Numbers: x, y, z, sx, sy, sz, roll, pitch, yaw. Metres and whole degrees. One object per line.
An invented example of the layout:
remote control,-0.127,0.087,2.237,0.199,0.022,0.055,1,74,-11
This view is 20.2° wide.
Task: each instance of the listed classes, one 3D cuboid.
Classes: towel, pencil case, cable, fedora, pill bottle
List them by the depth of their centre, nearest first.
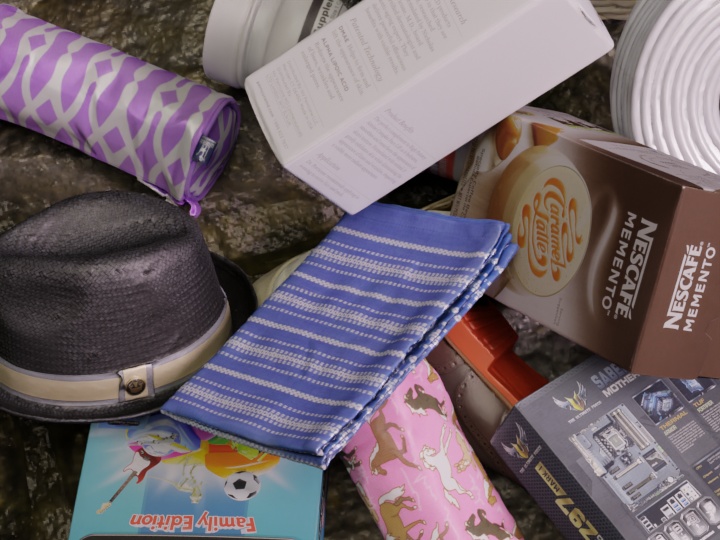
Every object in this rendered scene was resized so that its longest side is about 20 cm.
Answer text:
towel,-0.012,0.030,1.213,0.144,0.024,0.200,12,49,44
pencil case,0.043,0.131,1.235,0.082,0.087,0.201,-30,90,5
fedora,-0.165,0.008,1.273,0.199,0.092,0.201,-1,36,1
cable,0.257,-0.108,1.276,0.198,0.069,0.201,13,105,-5
pill bottle,0.001,-0.138,1.342,0.199,0.112,0.112,19,73,10
pencil case,-0.177,-0.109,1.364,0.199,0.084,0.086,24,97,13

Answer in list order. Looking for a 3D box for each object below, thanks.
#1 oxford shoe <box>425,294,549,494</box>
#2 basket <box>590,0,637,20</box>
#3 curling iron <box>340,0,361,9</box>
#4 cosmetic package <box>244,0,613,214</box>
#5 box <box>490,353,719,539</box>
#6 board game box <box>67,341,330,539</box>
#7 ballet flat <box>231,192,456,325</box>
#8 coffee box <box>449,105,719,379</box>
oxford shoe,0.093,0.101,1.289,0.072,0.071,0.201,-40,78,26
basket,0.184,-0.250,1.362,0.198,0.124,0.137,2,71,4
curling iron,0.045,-0.201,1.327,0.049,0.026,0.200,26,33,15
cosmetic package,0.041,-0.124,1.218,0.199,0.102,0.074,-33,63,13
box,0.201,0.109,1.236,0.199,0.051,0.158,-29,71,-33
board game box,-0.095,0.132,1.248,0.150,0.047,0.201,0,46,4
ballet flat,0.000,0.000,1.319,0.199,0.070,0.070,-23,71,-4
coffee box,0.143,-0.022,1.219,0.200,0.079,0.115,29,108,53
